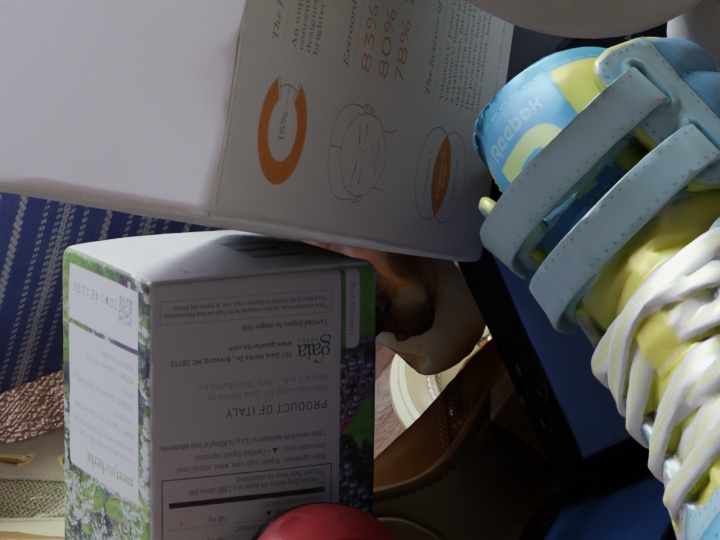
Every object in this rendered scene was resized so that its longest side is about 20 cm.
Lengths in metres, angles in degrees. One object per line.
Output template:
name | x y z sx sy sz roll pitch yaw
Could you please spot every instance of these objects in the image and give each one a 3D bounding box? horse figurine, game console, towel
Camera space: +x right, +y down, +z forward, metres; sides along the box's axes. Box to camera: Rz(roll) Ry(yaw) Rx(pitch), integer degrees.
horse figurine | 0.000 0.000 0.893 0.050 0.133 0.200 -54 -26 -4
game console | 0.046 0.053 0.714 0.118 0.171 0.200 -23 -6 -17
towel | -0.121 -0.005 0.910 0.200 0.024 0.145 -21 -30 -33

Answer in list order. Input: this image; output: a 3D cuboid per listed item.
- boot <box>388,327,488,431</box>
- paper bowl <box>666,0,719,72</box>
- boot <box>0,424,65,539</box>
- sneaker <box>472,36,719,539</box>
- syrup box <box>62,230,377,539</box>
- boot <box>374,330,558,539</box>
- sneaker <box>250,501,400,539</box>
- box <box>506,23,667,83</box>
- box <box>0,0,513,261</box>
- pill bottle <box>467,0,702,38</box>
boot | 0.095 0.006 1.096 0.155 0.072 0.200 -47 3 27
paper bowl | 0.168 -0.089 0.680 0.201 0.104 0.201 -49 2 3
boot | -0.116 0.081 0.915 0.200 0.073 0.155 1 27 29
sneaker | 0.069 0.018 0.515 0.080 0.131 0.200 -48 3 25
syrup box | -0.047 0.092 0.769 0.079 0.081 0.200 18 111 62
boot | 0.036 0.085 0.954 0.200 0.074 0.155 -38 5 10
sneaker | -0.028 0.170 0.691 0.098 0.071 0.201 19 83 62
box | 0.114 -0.104 0.862 0.182 0.104 0.200 9 -47 -43
box | -0.033 -0.074 0.676 0.200 0.097 0.124 10 -92 -68
pill bottle | 0.087 -0.160 0.654 0.114 0.114 0.200 -49 3 43
